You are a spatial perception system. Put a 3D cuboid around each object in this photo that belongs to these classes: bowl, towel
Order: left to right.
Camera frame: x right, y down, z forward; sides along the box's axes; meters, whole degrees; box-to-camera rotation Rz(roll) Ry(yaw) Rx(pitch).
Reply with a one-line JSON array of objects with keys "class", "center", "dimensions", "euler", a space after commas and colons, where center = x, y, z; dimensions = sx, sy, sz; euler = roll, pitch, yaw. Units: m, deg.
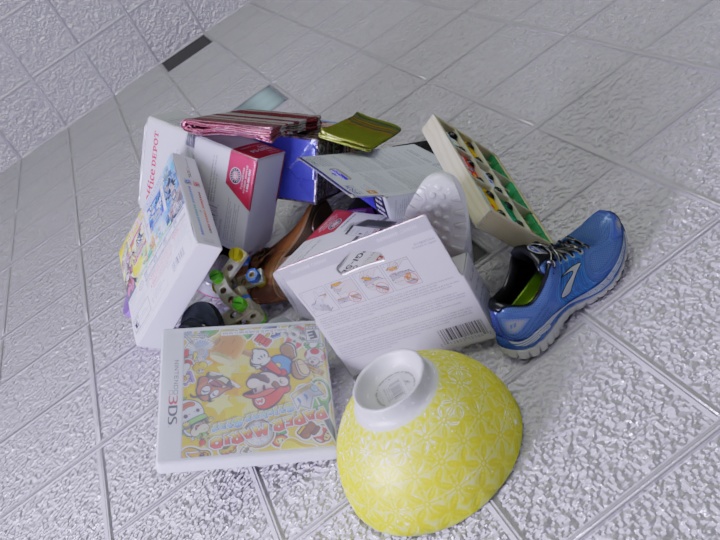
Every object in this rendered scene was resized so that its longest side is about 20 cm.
[{"class": "towel", "center": [-0.152, -0.215, 1.181], "dimensions": [0.141, 0.023, 0.200], "euler": [9, 18, 17]}, {"class": "towel", "center": [0.003, -0.216, 1.245], "dimensions": [0.084, 0.018, 0.200], "euler": [17, 21, 10]}, {"class": "bowl", "center": [0.049, 0.144, 0.794], "dimensions": [0.197, 0.109, 0.202], "euler": [-24, 32, 16]}]

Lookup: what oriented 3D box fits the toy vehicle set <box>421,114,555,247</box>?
[{"class": "toy vehicle set", "center": [0.155, -0.103, 0.990], "dimensions": [0.027, 0.123, 0.202], "euler": [-48, 39, 24]}]

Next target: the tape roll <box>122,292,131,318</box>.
[{"class": "tape roll", "center": [-0.317, -0.010, 1.311], "dimensions": [0.201, 0.065, 0.202], "euler": [-51, 25, 34]}]

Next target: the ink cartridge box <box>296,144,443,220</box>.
[{"class": "ink cartridge box", "center": [0.036, -0.123, 1.108], "dimensions": [0.196, 0.042, 0.199], "euler": [-9, 26, -23]}]

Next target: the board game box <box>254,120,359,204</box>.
[{"class": "board game box", "center": [-0.101, -0.181, 1.288], "dimensions": [0.156, 0.099, 0.200], "euler": [10, 18, 17]}]

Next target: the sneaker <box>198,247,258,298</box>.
[{"class": "sneaker", "center": [-0.205, -0.053, 1.313], "dimensions": [0.080, 0.089, 0.203], "euler": [19, 50, -2]}]

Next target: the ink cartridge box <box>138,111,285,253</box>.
[{"class": "ink cartridge box", "center": [-0.223, -0.134, 1.192], "dimensions": [0.197, 0.148, 0.083], "euler": [23, 26, 20]}]

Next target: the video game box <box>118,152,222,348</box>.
[{"class": "video game box", "center": [-0.270, -0.027, 1.122], "dimensions": [0.201, 0.046, 0.184], "euler": [-52, 46, 30]}]

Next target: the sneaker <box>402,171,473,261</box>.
[{"class": "sneaker", "center": [0.096, -0.037, 0.924], "dimensions": [0.075, 0.203, 0.081], "euler": [11, 46, 19]}]

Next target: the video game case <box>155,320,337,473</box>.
[{"class": "video game case", "center": [-0.131, 0.138, 0.922], "dimensions": [0.195, 0.023, 0.184], "euler": [-2, 48, -9]}]

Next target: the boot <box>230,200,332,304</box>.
[{"class": "boot", "center": [-0.119, -0.023, 1.243], "dimensions": [0.153, 0.077, 0.203], "euler": [-19, 40, 30]}]

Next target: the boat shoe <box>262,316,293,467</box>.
[{"class": "boat shoe", "center": [-0.110, 0.154, 0.982], "dimensions": [0.064, 0.070, 0.203], "euler": [-50, 23, 42]}]

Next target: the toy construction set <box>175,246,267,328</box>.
[{"class": "toy construction set", "center": [-0.213, 0.073, 1.144], "dimensions": [0.199, 0.091, 0.133], "euler": [-39, 60, 22]}]

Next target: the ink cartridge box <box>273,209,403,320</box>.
[{"class": "ink cartridge box", "center": [0.000, 0.000, 1.070], "dimensions": [0.198, 0.084, 0.147], "euler": [10, 50, 50]}]

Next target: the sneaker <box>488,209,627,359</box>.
[{"class": "sneaker", "center": [0.212, 0.000, 0.864], "dimensions": [0.200, 0.090, 0.078], "euler": [-44, 33, -18]}]

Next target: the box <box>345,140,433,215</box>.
[{"class": "box", "center": [0.066, -0.129, 1.242], "dimensions": [0.141, 0.036, 0.201], "euler": [-2, 41, 40]}]

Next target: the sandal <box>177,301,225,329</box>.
[{"class": "sandal", "center": [-0.202, 0.102, 1.027], "dimensions": [0.076, 0.047, 0.201], "euler": [-54, 39, 15]}]

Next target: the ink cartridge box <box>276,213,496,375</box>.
[{"class": "ink cartridge box", "center": [0.033, 0.024, 0.902], "dimensions": [0.197, 0.178, 0.045], "euler": [-18, 31, 28]}]
